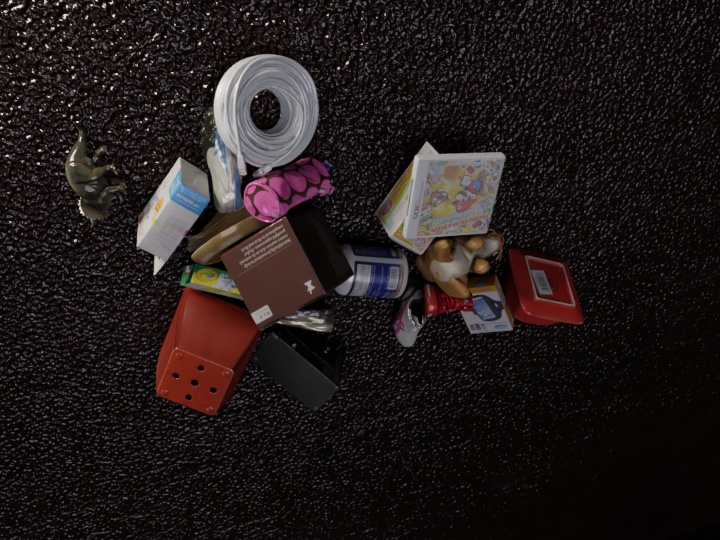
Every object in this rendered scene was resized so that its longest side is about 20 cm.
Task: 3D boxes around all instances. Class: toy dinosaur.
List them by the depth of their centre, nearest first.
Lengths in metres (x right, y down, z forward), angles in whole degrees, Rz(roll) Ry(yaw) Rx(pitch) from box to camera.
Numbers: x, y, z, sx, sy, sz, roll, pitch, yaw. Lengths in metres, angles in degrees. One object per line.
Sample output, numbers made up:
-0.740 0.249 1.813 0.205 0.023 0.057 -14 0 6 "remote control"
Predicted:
-0.501 -0.170 1.150 0.101 0.077 0.202 -23 131 -10 "toy dinosaur"

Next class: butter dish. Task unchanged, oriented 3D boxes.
0.440 0.064 1.579 0.196 0.203 0.148 11 144 -23 "butter dish"

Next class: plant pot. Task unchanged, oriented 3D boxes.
-0.247 -0.062 1.246 0.198 0.200 0.028 -31 89 4 "plant pot"
-0.343 0.194 1.359 0.197 0.177 0.202 23 116 -12 "plant pot"

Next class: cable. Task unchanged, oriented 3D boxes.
-0.172 -0.294 1.145 0.198 0.069 0.203 -27 119 -23 "cable"

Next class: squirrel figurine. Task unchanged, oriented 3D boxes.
0.233 -0.043 1.437 0.186 0.199 0.143 -36 101 -23 "squirrel figurine"

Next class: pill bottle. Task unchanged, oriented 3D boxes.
0.000 0.000 1.408 0.196 0.116 0.117 5 122 -21 "pill bottle"

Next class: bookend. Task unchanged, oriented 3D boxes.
-0.141 0.200 1.479 0.198 0.200 0.092 41 107 -9 "bookend"

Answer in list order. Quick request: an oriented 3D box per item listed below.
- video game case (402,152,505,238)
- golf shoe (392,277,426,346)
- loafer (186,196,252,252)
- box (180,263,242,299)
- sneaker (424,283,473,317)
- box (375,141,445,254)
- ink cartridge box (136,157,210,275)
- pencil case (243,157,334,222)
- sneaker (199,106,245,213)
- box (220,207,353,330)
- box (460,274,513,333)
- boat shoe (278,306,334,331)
0.192 -0.154 1.282 0.196 0.023 0.185 -5 126 -18 "video game case"
0.125 0.122 1.550 0.071 0.093 0.203 -8 127 -14 "golf shoe"
-0.274 -0.104 1.271 0.198 0.076 0.069 -30 93 -9 "loafer"
-0.278 0.031 1.337 0.197 0.117 0.049 18 79 -27 "box"
0.212 0.067 1.467 0.113 0.200 0.080 0 97 11 "sneaker"
0.138 -0.156 1.347 0.100 0.113 0.201 25 111 -32 "box"
-0.378 -0.105 1.210 0.067 0.116 0.201 29 111 -32 "ink cartridge box"
-0.135 -0.157 1.202 0.094 0.200 0.091 44 129 5 "pencil case"
-0.261 -0.214 1.194 0.072 0.071 0.204 -19 113 -33 "sneaker"
-0.139 -0.010 1.243 0.164 0.200 0.166 -27 92 18 "box"
0.320 0.099 1.598 0.117 0.042 0.201 -8 131 28 "box"
-0.157 0.097 1.457 0.196 0.072 0.066 12 93 -9 "boat shoe"
